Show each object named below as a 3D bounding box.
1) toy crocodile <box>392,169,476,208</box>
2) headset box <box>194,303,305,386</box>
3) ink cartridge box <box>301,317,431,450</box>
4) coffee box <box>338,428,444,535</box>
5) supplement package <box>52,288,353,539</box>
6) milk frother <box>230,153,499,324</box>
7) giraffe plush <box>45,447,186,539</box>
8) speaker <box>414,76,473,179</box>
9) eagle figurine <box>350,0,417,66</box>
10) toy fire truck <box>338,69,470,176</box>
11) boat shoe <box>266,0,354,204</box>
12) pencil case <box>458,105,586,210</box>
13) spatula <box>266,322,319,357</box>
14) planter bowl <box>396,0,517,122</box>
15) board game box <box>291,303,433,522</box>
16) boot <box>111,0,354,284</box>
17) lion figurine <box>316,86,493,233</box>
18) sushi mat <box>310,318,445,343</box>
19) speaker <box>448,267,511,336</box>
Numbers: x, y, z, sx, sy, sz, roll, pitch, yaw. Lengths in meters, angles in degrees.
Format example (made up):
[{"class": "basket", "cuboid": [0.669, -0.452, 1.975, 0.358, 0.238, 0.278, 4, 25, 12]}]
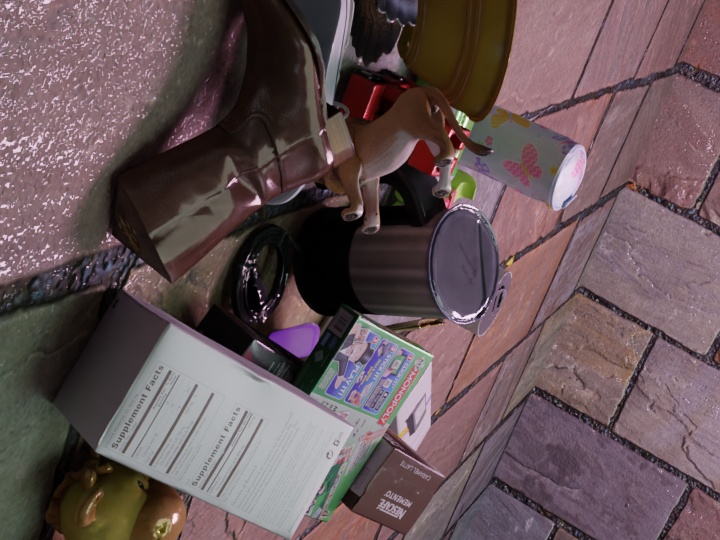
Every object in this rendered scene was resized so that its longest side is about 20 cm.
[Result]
[{"class": "toy crocodile", "cuboid": [0.083, -0.081, 1.391, 0.200, 0.061, 0.068, -33, 146, -55]}, {"class": "headset box", "cuboid": [-0.117, 0.135, 1.045, 0.149, 0.075, 0.200, -54, 139, -2]}, {"class": "ink cartridge box", "cuboid": [0.010, 0.155, 1.399, 0.086, 0.147, 0.201, -54, 159, -24]}, {"class": "coffee box", "cuboid": [-0.018, 0.187, 1.198, 0.080, 0.200, 0.114, -54, 137, 0]}, {"class": "supplement package", "cuboid": [-0.127, 0.118, 0.895, 0.199, 0.113, 0.110, 34, 84, -34]}, {"class": "milk frother", "cuboid": [0.000, 0.000, 1.085, 0.201, 0.187, 0.181, -56, 128, -31]}, {"class": "giraffe plush", "cuboid": [-0.216, 0.240, 0.967, 0.198, 0.172, 0.164, 6, 104, -33]}, {"class": "speaker", "cuboid": [0.097, -0.194, 1.235, 0.088, 0.088, 0.202, -26, 140, -60]}, {"class": "eagle figurine", "cuboid": [0.051, -0.286, 0.915, 0.200, 0.151, 0.152, -42, 134, -7]}, {"class": "toy fire truck", "cuboid": [0.054, -0.148, 1.083, 0.049, 0.140, 0.200, -66, 164, 17]}, {"class": "boat shoe", "cuboid": [-0.047, -0.158, 0.943, 0.086, 0.074, 0.204, -39, 144, -66]}, {"class": "pencil case", "cuboid": [0.175, -0.146, 1.338, 0.083, 0.199, 0.092, -30, 138, -46]}, {"class": "spatula", "cuboid": [-0.122, 0.101, 1.093, 0.199, 0.021, 0.057, -27, 149, -34]}, {"class": "planter bowl", "cuboid": [0.082, -0.247, 1.063, 0.200, 0.082, 0.203, -178, -90, -79]}, {"class": "board game box", "cuboid": [-0.025, 0.142, 1.057, 0.134, 0.029, 0.201, 30, 93, -50]}, {"class": "boot", "cuboid": [-0.117, -0.109, 0.828, 0.199, 0.064, 0.188, -33, 117, -15]}, {"class": "lion figurine", "cuboid": [0.024, -0.114, 0.971, 0.072, 0.199, 0.124, 23, 52, -51]}, {"class": "sushi mat", "cuboid": [-0.014, 0.071, 1.192, 0.096, 0.198, 0.012, -3, 83, -71]}, {"class": "speaker", "cuboid": [0.070, -0.005, 1.244, 0.081, 0.199, 0.082, -52, 159, -29]}]
